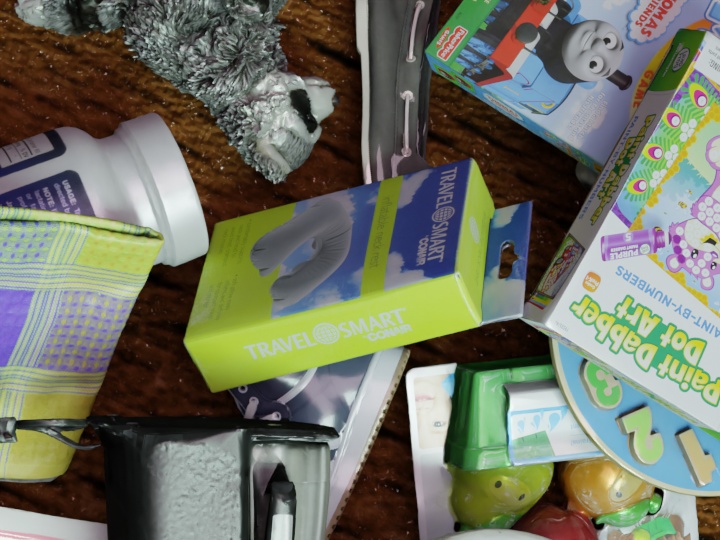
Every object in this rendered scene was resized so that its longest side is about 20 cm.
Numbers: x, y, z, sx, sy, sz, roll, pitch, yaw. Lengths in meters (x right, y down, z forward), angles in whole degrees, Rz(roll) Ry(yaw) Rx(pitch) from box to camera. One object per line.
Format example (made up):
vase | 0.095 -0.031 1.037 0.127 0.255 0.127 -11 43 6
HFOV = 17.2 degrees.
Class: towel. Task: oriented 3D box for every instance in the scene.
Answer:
towel | -0.208 0.050 1.410 0.143 0.023 0.200 7 124 -33

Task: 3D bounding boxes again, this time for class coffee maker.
coffee maker | -0.109 0.186 1.388 0.192 0.135 0.200 2 89 9

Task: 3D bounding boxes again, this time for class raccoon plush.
raccoon plush | -0.113 -0.120 1.517 0.200 0.097 0.134 0 97 19

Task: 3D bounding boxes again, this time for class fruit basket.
fruit basket | 0.126 0.151 1.502 0.185 0.094 0.200 -5 87 -11

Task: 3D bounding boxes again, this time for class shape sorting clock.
shape sorting clock | 0.212 0.039 1.464 0.200 0.039 0.200 2 84 -17

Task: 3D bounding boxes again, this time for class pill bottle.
pill bottle | -0.202 -0.020 1.452 0.200 0.116 0.116 -21 87 -12

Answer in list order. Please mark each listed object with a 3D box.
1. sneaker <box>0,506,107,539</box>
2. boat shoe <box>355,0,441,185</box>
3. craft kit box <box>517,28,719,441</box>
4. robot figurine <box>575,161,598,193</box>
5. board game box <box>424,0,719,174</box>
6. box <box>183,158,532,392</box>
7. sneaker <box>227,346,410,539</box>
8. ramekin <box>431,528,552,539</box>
sneaker | -0.217 0.198 1.441 0.200 0.075 0.105 11 76 -13
boat shoe | 0.030 -0.093 1.526 0.057 0.067 0.200 -5 81 6
craft kit box | 0.223 -0.008 1.408 0.200 0.049 0.198 30 88 -20
robot figurine | 0.211 -0.128 1.541 0.169 0.113 0.200 21 78 28
board game box | 0.164 -0.138 1.474 0.200 0.037 0.151 34 82 19
box | 0.000 0.000 1.434 0.200 0.122 0.048 -14 124 18
sneaker | -0.057 0.119 1.485 0.108 0.070 0.200 25 82 -1
ramekin | 0.080 0.232 1.322 0.202 0.094 0.203 14 41 -13
